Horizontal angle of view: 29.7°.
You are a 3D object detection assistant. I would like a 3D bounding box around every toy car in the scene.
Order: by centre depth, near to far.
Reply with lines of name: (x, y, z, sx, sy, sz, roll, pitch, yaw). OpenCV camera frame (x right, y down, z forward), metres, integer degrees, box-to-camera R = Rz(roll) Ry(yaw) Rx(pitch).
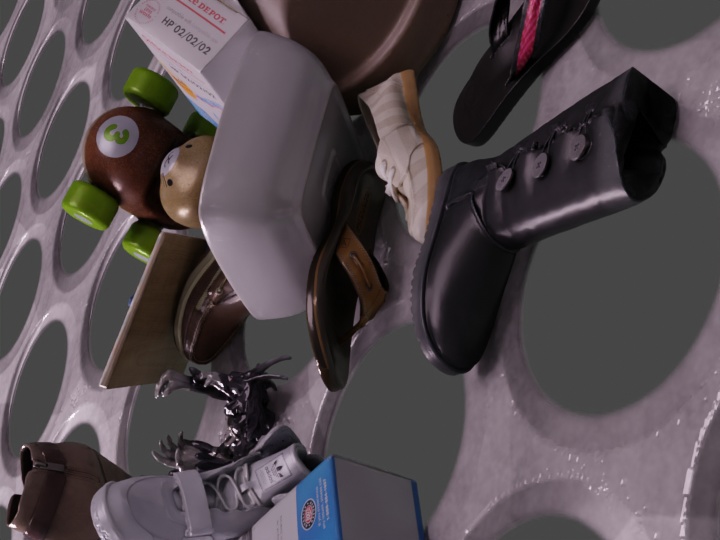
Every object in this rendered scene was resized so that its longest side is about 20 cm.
toy car: (-0.176, -0.098, 1.350, 0.199, 0.157, 0.166, 9, 69, 54)

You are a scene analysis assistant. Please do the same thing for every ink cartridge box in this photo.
ink cartridge box: (-0.038, 0.253, 0.990, 0.200, 0.083, 0.147, -46, 38, 36)
ink cartridge box: (-0.131, -0.191, 1.210, 0.115, 0.200, 0.068, 37, 80, 33)

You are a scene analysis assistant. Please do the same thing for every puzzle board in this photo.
puzzle board: (-0.187, 0.038, 1.317, 0.200, 0.017, 0.153, 7, -75, -78)

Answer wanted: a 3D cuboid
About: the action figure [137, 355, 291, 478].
action figure: (-0.140, 0.147, 1.216, 0.201, 0.101, 0.119, -58, 20, 24)

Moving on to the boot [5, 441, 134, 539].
boot: (-0.274, 0.258, 1.325, 0.070, 0.145, 0.202, -48, 36, 29)

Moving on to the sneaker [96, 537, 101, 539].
sneaker: (-0.153, 0.231, 1.114, 0.073, 0.200, 0.081, 34, 90, 24)

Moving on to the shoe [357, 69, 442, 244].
shoe: (0.033, -0.089, 1.088, 0.201, 0.052, 0.071, -99, 3, -49)

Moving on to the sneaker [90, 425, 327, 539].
sneaker: (-0.106, 0.171, 1.051, 0.115, 0.198, 0.076, -43, 53, 28)

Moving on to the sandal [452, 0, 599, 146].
sandal: (0.121, -0.182, 1.026, 0.201, 0.045, 0.076, -55, 32, 25)

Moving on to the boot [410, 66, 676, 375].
boot: (0.123, -0.027, 0.919, 0.199, 0.065, 0.167, -21, 56, 48)

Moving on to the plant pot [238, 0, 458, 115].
plant pot: (-0.034, -0.263, 1.189, 0.199, 0.173, 0.203, -28, 50, 38)

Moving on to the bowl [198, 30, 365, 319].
bowl: (-0.054, -0.075, 1.143, 0.073, 0.200, 0.203, 5, 61, 17)

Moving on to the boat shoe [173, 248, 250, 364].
boat shoe: (-0.117, 0.013, 1.290, 0.075, 0.074, 0.204, 43, 120, 37)

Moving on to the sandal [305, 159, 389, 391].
sandal: (0.000, 0.000, 1.113, 0.054, 0.082, 0.202, 2, 59, 23)
